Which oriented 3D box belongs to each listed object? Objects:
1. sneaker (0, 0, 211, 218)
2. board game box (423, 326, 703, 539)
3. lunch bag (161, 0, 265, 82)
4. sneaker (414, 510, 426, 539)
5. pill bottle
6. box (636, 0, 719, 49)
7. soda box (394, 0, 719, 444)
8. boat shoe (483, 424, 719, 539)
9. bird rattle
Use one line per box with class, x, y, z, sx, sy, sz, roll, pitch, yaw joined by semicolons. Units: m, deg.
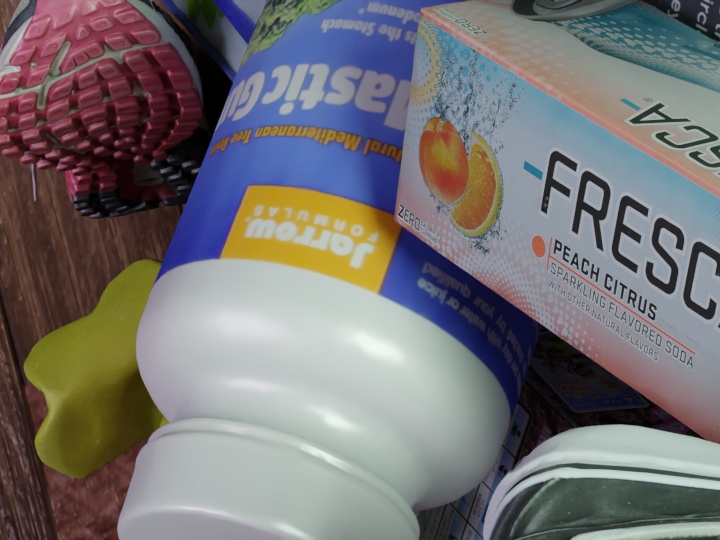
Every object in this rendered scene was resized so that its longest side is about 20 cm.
sneaker;-0.100;-0.076;1.067;0.200;0.080;0.075;82;177;-78
board game box;0.086;0.111;0.894;0.200;0.096;0.160;45;130;39
lunch bag;-0.001;-0.123;0.987;0.200;0.082;0.161;52;137;36
sneaker;-0.023;0.138;0.926;0.082;0.075;0.200;40;130;5
pill bottle;0.000;0.000;0.822;0.112;0.112;0.201;-22;42;53
box;0.168;-0.072;0.731;0.200;0.117;0.198;35;124;46
soda box;0.094;-0.005;0.690;0.200;0.068;0.064;37;128;43
boat shoe;0.119;0.082;0.584;0.198;0.071;0.073;5;116;13
bird rattle;-0.032;0.065;1.014;0.199;0.112;0.164;-10;73;55
